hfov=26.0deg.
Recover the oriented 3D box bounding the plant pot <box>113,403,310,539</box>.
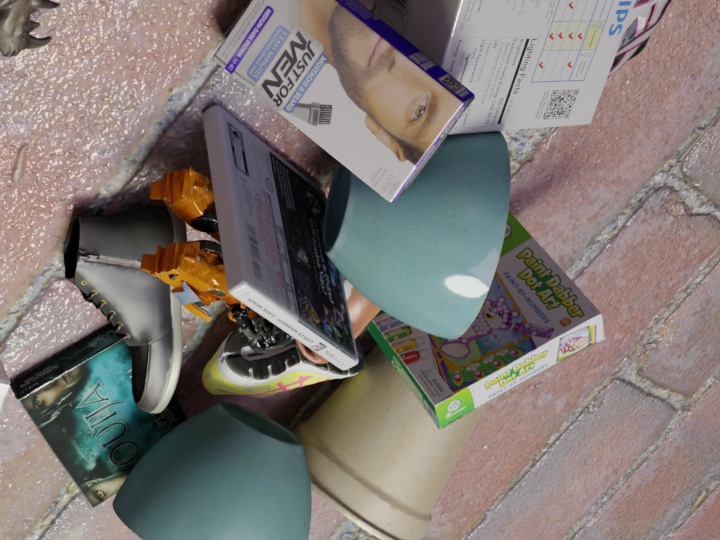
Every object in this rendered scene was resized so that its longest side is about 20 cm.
[{"bbox_3d":[-0.128,0.213,1.553,0.199,0.200,0.136,22,95,-45],"label":"plant pot"}]

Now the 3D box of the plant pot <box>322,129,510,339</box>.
[{"bbox_3d":[0.041,-0.048,1.444,0.133,0.201,0.201,12,122,-14],"label":"plant pot"}]

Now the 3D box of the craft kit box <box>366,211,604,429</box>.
[{"bbox_3d":[0.116,0.042,1.601,0.196,0.200,0.049,-26,137,-13],"label":"craft kit box"}]

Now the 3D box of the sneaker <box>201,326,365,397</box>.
[{"bbox_3d":[-0.082,0.091,1.614,0.199,0.079,0.090,-1,154,-42],"label":"sneaker"}]

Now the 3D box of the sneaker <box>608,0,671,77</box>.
[{"bbox_3d":[0.268,-0.262,1.541,0.200,0.081,0.086,-43,151,18],"label":"sneaker"}]

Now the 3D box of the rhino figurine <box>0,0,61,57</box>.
[{"bbox_3d":[-0.297,-0.222,1.177,0.088,0.060,0.200,-52,141,1],"label":"rhino figurine"}]

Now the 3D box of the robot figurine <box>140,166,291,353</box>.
[{"bbox_3d":[-0.118,-0.009,1.424,0.058,0.146,0.200,-7,155,28],"label":"robot figurine"}]

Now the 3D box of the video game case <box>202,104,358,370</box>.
[{"bbox_3d":[-0.073,-0.028,1.411,0.023,0.201,0.182,-27,143,21],"label":"video game case"}]

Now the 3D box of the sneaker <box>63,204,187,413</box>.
[{"bbox_3d":[-0.224,0.037,1.444,0.105,0.075,0.202,-3,107,-26],"label":"sneaker"}]

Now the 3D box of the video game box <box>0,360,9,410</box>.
[{"bbox_3d":[-0.364,0.100,1.316,0.046,0.200,0.183,6,123,-36],"label":"video game box"}]

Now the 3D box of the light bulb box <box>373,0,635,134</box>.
[{"bbox_3d":[0.130,-0.239,1.413,0.198,0.125,0.200,-7,130,-31],"label":"light bulb box"}]

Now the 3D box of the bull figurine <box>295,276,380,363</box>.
[{"bbox_3d":[0.000,0.000,1.567,0.200,0.065,0.122,-50,122,-12],"label":"bull figurine"}]

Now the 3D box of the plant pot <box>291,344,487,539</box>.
[{"bbox_3d":[0.037,0.171,1.689,0.200,0.200,0.184,31,95,-47],"label":"plant pot"}]

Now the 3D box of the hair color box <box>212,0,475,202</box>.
[{"bbox_3d":[-0.014,-0.165,1.330,0.110,0.199,0.065,-53,177,17],"label":"hair color box"}]

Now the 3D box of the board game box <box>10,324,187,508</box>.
[{"bbox_3d":[-0.252,0.145,1.565,0.135,0.028,0.201,-31,138,-9],"label":"board game box"}]
